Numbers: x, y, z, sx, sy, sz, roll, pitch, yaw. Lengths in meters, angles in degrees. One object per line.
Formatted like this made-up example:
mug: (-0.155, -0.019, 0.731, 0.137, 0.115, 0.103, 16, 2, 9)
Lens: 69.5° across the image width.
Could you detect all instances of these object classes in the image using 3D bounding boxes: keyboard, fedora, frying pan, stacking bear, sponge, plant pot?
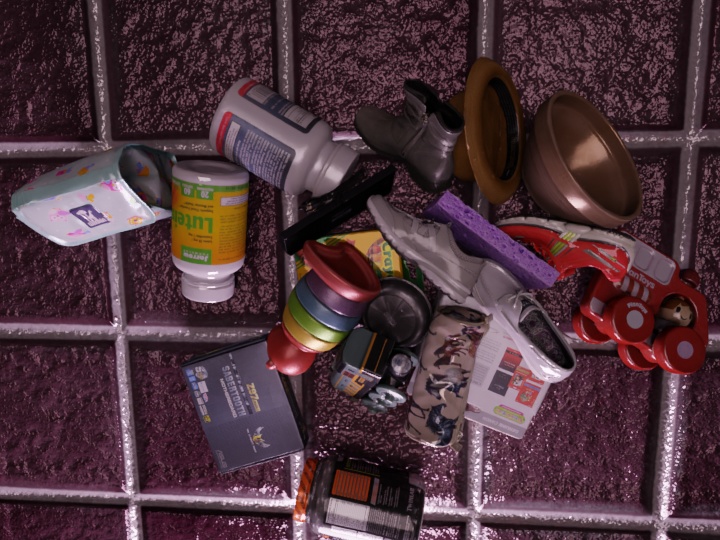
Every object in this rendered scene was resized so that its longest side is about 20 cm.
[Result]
keyboard: (-0.031, -0.097, 0.746, 0.199, 0.127, 0.021, -34, 76, -14)
fedora: (0.169, -0.193, 0.743, 0.081, 0.200, 0.203, 0, 100, 40)
frying pan: (0.016, 0.071, 0.786, 0.188, 0.031, 0.116, -7, 106, 23)
stacking bear: (-0.069, 0.069, 0.760, 0.114, 0.121, 0.201, 47, 114, 23)
sponge: (0.186, -0.042, 0.767, 0.199, 0.112, 0.030, 37, 86, -1)
plant pot: (0.296, -0.141, 0.732, 0.201, 0.201, 0.093, 51, 140, -4)

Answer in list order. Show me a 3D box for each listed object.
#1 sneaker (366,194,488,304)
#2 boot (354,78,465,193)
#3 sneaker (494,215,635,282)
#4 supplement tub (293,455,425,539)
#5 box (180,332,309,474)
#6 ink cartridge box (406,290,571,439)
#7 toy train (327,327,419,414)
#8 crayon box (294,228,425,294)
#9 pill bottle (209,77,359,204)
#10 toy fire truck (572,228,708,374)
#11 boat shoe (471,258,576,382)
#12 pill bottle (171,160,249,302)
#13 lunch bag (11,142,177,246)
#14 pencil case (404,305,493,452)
sneaker: (0.093, -0.045, 0.745, 0.200, 0.075, 0.082, 43, 90, 6)
boot: (0.067, -0.210, 0.716, 0.067, 0.131, 0.200, -33, 60, -22)
sneaker: (0.283, -0.031, 0.749, 0.199, 0.077, 0.086, 17, 101, 32)
supplement tub: (-0.001, 0.374, 0.841, 0.198, 0.123, 0.124, 12, 99, 4)
box: (-0.192, 0.222, 0.872, 0.156, 0.051, 0.202, -17, 96, 6)
ink cartridge box: (0.189, 0.136, 0.808, 0.198, 0.084, 0.177, 23, 100, 2)
toy train: (0.013, 0.153, 0.783, 0.113, 0.200, 0.086, 26, 64, -1)
crayon box: (0.000, 0.000, 0.822, 0.198, 0.051, 0.128, -7, 97, 6)
pill bottle: (-0.108, -0.183, 0.770, 0.199, 0.120, 0.120, 30, 100, 0)
toy fire truck: (0.429, 0.052, 0.770, 0.199, 0.112, 0.169, 30, 81, -1)
boat shoe: (0.222, 0.061, 0.717, 0.072, 0.069, 0.201, -23, 72, -13)
pill bottle: (-0.231, -0.059, 0.797, 0.110, 0.111, 0.202, 9, 111, 4)
lunch bag: (-0.374, -0.113, 0.764, 0.169, 0.200, 0.123, -14, 97, 6)
pencil case: (0.125, 0.146, 0.733, 0.089, 0.078, 0.202, 16, 100, 21)
